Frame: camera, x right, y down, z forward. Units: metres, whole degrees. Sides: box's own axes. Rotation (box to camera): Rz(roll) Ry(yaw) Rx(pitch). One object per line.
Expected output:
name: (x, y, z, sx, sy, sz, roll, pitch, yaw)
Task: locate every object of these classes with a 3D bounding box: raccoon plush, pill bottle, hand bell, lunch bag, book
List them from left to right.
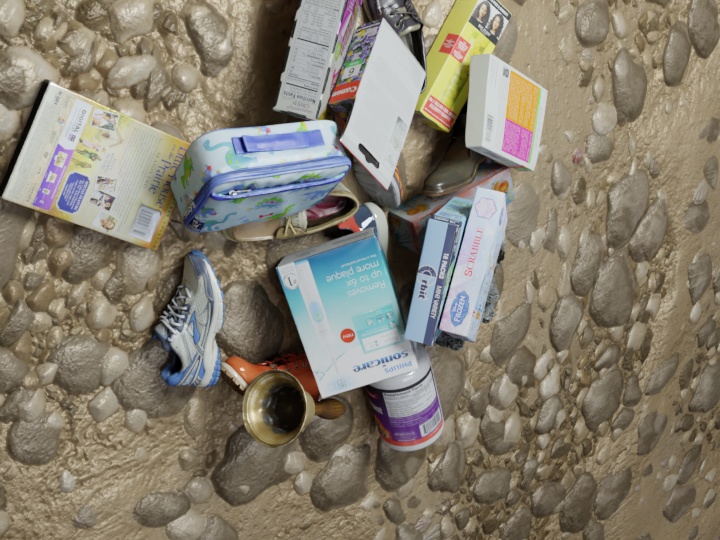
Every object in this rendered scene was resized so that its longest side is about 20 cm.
lunch bag: (-0.121, -0.117, 1.012, 0.200, 0.161, 0.083, -12, 75, -33)
hand bell: (-0.073, 0.201, 1.198, 0.104, 0.104, 0.200, -64, 152, 3)
pill bottle: (0.064, 0.181, 1.333, 0.111, 0.111, 0.200, -28, 122, -23)
raccoon plush: (0.158, 0.030, 1.316, 0.134, 0.097, 0.201, -39, 138, -54)
book: (0.220, -0.232, 1.252, 0.200, 0.048, 0.134, 9, 85, -57)

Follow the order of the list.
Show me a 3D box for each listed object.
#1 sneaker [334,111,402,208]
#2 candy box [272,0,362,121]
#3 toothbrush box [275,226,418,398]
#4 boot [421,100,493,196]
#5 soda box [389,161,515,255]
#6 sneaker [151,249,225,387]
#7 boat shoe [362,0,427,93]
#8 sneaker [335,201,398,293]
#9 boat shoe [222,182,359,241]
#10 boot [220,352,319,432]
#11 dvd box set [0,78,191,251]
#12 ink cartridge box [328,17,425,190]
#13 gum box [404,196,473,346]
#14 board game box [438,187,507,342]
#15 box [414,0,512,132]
sneaker: (0.041, -0.187, 1.192, 0.112, 0.077, 0.200, -49, 142, -25)
candy box: (-0.047, -0.291, 1.047, 0.061, 0.136, 0.201, 17, 102, 3)
toothbrush box: (-0.016, 0.058, 1.172, 0.146, 0.085, 0.201, -17, 102, 5)
boot: (0.145, -0.189, 1.252, 0.200, 0.075, 0.097, -42, 129, -42)
soda box: (0.145, -0.101, 1.304, 0.200, 0.068, 0.064, -30, 124, -21)
sneaker: (-0.232, 0.071, 1.106, 0.085, 0.077, 0.201, -7, 112, -28)
boat shoe: (0.055, -0.337, 1.147, 0.072, 0.065, 0.200, -27, 122, -23)
sneaker: (0.000, 0.000, 1.246, 0.084, 0.075, 0.201, -19, 113, -21)
boat shoe: (-0.093, -0.082, 1.145, 0.200, 0.066, 0.074, -21, 119, -27)
boot: (-0.125, 0.154, 1.220, 0.107, 0.075, 0.200, -57, 137, -6)
dvd box set: (-0.309, -0.122, 0.999, 0.200, 0.029, 0.147, 20, 95, -38)
ink cartridge box: (0.015, -0.210, 1.066, 0.109, 0.050, 0.200, 42, 55, -40)
gum box: (0.118, -0.005, 1.177, 0.200, 0.044, 0.170, -43, 145, -69)
board game box: (0.166, 0.000, 1.194, 0.200, 0.041, 0.200, 37, 69, -77)
box: (0.142, -0.312, 1.228, 0.075, 0.050, 0.200, 28, 92, -40)
